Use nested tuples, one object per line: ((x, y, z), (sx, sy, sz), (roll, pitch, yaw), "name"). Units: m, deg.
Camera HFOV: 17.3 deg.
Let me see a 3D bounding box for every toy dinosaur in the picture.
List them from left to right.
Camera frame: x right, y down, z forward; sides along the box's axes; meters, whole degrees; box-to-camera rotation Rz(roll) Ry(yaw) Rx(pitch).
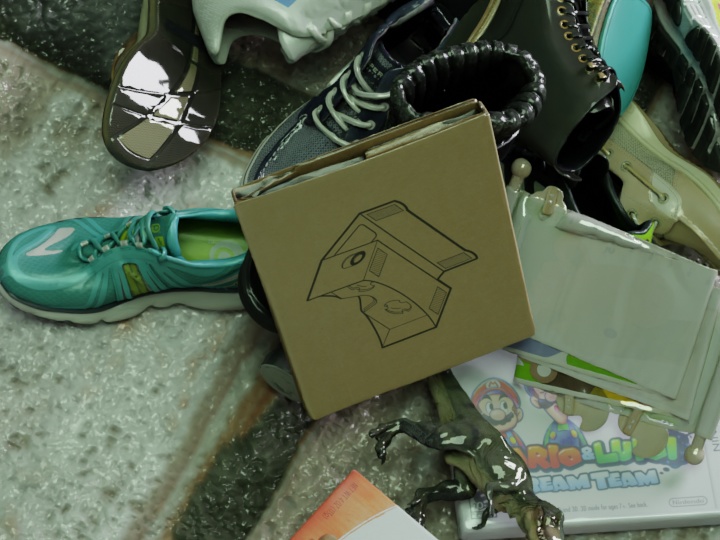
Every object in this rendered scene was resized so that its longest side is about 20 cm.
((0.059, 0.119, 1.537), (0.088, 0.048, 0.201), (-27, 60, -7), "toy dinosaur")

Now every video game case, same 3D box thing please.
((0.154, 0.088, 1.595), (0.199, 0.024, 0.183), (-3, 65, -8), "video game case")

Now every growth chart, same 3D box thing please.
((0.160, 0.034, 1.557), (0.199, 0.018, 0.145), (27, 106, 6), "growth chart")

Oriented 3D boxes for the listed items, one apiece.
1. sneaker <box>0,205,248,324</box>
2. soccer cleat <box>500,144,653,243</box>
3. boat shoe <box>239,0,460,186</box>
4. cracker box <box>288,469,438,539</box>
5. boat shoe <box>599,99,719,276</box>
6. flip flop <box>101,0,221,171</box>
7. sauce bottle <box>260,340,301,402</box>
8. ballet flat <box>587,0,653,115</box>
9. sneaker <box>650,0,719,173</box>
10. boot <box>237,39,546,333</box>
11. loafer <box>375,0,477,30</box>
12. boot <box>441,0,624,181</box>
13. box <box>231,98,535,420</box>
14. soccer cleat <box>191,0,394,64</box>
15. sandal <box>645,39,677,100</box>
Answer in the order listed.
((-0.145, -0.016, 1.578), (0.199, 0.080, 0.078), (-6, 66, -9), "sneaker")
((0.127, -0.066, 1.619), (0.067, 0.081, 0.200), (-26, 59, -36), "soccer cleat")
((-0.007, -0.113, 1.632), (0.075, 0.093, 0.200), (40, 67, 12), "boat shoe")
((0.026, 0.243, 1.489), (0.200, 0.058, 0.134), (39, 67, 11), "cracker box")
((0.207, -0.047, 1.639), (0.065, 0.072, 0.200), (-37, 65, -5), "boat shoe")
((-0.141, -0.144, 1.652), (0.081, 0.057, 0.201), (31, 44, -27), "flip flop")
((0.000, 0.000, 1.597), (0.066, 0.066, 0.200), (32, 67, 9), "sauce bottle")
((0.174, -0.198, 1.647), (0.070, 0.071, 0.201), (15, 83, 1), "ballet flat")
((0.264, -0.144, 1.636), (0.090, 0.078, 0.201), (2, 48, -16), "sneaker")
((0.017, -0.056, 1.500), (0.211, 0.158, 0.080), (-38, 80, -23), "boot")
((0.076, -0.215, 1.712), (0.199, 0.073, 0.072), (6, 24, -7), "loafer")
((0.146, -0.167, 1.573), (0.138, 0.077, 0.201), (36, 105, 42), "boot")
((0.018, -0.003, 1.478), (0.163, 0.201, 0.021), (-21, 45, -4), "box")
((-0.018, -0.187, 1.636), (0.199, 0.070, 0.087), (-8, 71, 10), "soccer cleat")
((0.259, -0.129, 1.704), (0.075, 0.045, 0.200), (-27, 56, -23), "sandal")
